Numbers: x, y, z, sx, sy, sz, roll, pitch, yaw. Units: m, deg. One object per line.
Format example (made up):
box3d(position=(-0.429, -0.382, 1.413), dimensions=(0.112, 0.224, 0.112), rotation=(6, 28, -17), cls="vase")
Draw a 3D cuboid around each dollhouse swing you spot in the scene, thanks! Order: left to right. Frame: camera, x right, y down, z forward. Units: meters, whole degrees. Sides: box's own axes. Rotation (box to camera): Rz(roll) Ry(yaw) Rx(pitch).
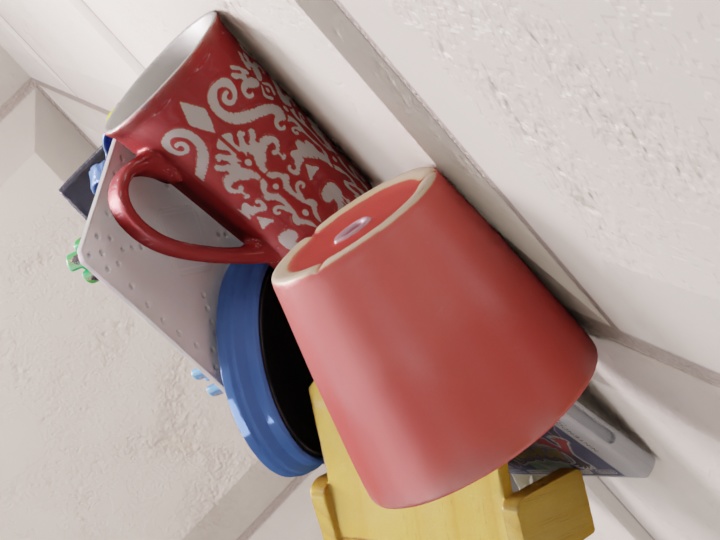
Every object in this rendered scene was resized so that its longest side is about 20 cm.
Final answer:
box3d(position=(0.074, 0.150, 1.545), dimensions=(0.198, 0.178, 0.181), rotation=(0, -172, 31), cls="dollhouse swing")

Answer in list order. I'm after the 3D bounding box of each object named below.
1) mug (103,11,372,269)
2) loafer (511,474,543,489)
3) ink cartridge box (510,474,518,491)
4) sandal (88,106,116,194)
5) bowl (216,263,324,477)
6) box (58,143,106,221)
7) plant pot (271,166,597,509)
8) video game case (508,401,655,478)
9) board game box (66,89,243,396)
box3d(position=(-0.109, -0.081, 1.502), dimensions=(0.200, 0.178, 0.133), rotation=(42, -179, -18), cls="mug")
box3d(position=(0.128, 0.159, 1.832), dimensions=(0.200, 0.070, 0.075), rotation=(42, -174, 32), cls="loafer")
box3d(position=(0.093, 0.197, 1.901), dimensions=(0.145, 0.083, 0.200), rotation=(46, -154, -4), cls="ink cartridge box")
box3d(position=(-0.183, -0.046, 1.617), dimensions=(0.201, 0.079, 0.087), rotation=(59, -147, -15), cls="sandal")
box3d(position=(-0.060, 0.078, 1.585), dimensions=(0.201, 0.039, 0.202), rotation=(43, -139, -53), cls="bowl")
box3d(position=(-0.160, -0.070, 1.763), dimensions=(0.200, 0.117, 0.197), rotation=(45, -160, -7), cls="box")
box3d(position=(0.041, 0.038, 1.288), dimensions=(0.178, 0.200, 0.200), rotation=(55, 171, -12), cls="plant pot")
box3d(position=(0.124, 0.123, 1.538), dimensions=(0.182, 0.023, 0.200), rotation=(36, 160, -22), cls="video game case")
box3d(position=(-0.157, -0.022, 1.544), dimensions=(0.200, 0.026, 0.201), rotation=(45, -142, -33), cls="board game box")
